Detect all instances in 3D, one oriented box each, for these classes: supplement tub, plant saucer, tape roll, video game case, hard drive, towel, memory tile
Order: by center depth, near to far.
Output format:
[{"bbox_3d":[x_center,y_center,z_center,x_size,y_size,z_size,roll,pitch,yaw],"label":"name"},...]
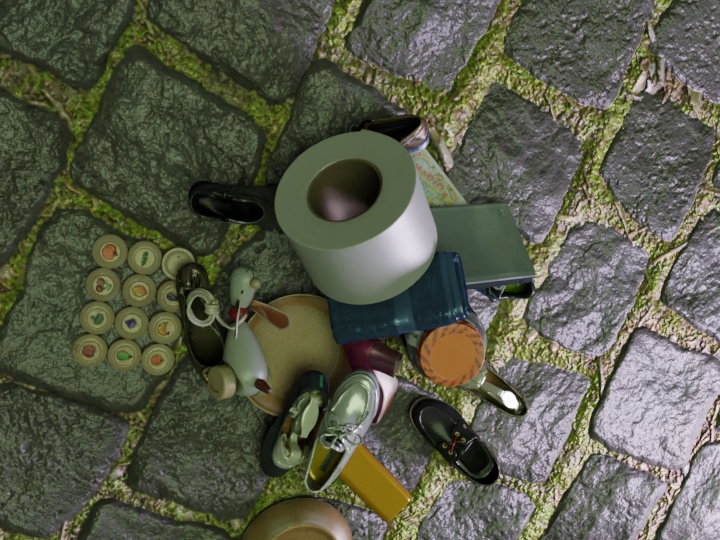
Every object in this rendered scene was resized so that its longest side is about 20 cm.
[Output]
[{"bbox_3d":[-0.004,-0.072,1.150,0.202,0.203,0.139,-36,142,-8],"label":"tape roll"},{"bbox_3d":[0.053,0.040,1.179,0.198,0.112,0.049,-11,150,10],"label":"towel"},{"bbox_3d":[-0.332,0.053,1.218,0.152,0.017,0.202,11,97,-20],"label":"memory tile"},{"bbox_3d":[0.122,0.093,1.266,0.121,0.200,0.123,-1,106,-4],"label":"supplement tub"},{"bbox_3d":[0.159,-0.036,1.284,0.199,0.033,0.140,-6,62,-21],"label":"hard drive"},{"bbox_3d":[-0.101,0.131,1.299,0.199,0.035,0.202,-4,102,-17],"label":"plant saucer"},{"bbox_3d":[0.052,-0.111,1.305,0.182,0.023,0.200,-43,110,-5],"label":"video game case"},{"bbox_3d":[-0.103,0.477,1.363,0.199,0.035,0.202,-4,103,-18],"label":"plant saucer"}]

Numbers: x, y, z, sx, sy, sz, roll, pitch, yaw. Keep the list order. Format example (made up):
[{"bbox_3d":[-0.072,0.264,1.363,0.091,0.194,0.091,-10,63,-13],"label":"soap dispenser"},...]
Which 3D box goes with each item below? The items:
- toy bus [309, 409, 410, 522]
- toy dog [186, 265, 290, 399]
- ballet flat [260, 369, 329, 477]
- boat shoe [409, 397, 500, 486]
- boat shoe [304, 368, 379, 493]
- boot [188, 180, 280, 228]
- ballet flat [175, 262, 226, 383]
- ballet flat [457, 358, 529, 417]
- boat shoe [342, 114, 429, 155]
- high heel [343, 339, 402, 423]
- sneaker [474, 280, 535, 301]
[{"bbox_3d":[-0.009,0.315,1.344,0.065,0.078,0.200,-43,111,-5],"label":"toy bus"},{"bbox_3d":[-0.160,0.103,1.194,0.132,0.096,0.201,-29,115,-41],"label":"toy dog"},{"bbox_3d":[-0.101,0.248,1.270,0.073,0.073,0.201,19,107,-20],"label":"ballet flat"},{"bbox_3d":[0.164,0.289,1.405,0.074,0.063,0.201,-45,109,-2],"label":"boat shoe"},{"bbox_3d":[-0.035,0.245,1.231,0.074,0.086,0.203,29,103,3],"label":"boat shoe"},{"bbox_3d":[-0.148,-0.087,1.183,0.198,0.132,0.070,-1,101,-16],"label":"boot"},{"bbox_3d":[-0.233,0.087,1.220,0.067,0.046,0.201,-8,108,4],"label":"ballet flat"},{"bbox_3d":[0.211,0.189,1.390,0.199,0.075,0.068,35,90,-21],"label":"ballet flat"},{"bbox_3d":[0.004,-0.189,1.225,0.199,0.072,0.073,-22,73,-1],"label":"boat shoe"},{"bbox_3d":[0.009,0.168,1.310,0.096,0.068,0.201,25,137,13],"label":"high heel"},{"bbox_3d":[0.200,-0.001,1.335,0.199,0.089,0.079,14,106,-19],"label":"sneaker"}]
